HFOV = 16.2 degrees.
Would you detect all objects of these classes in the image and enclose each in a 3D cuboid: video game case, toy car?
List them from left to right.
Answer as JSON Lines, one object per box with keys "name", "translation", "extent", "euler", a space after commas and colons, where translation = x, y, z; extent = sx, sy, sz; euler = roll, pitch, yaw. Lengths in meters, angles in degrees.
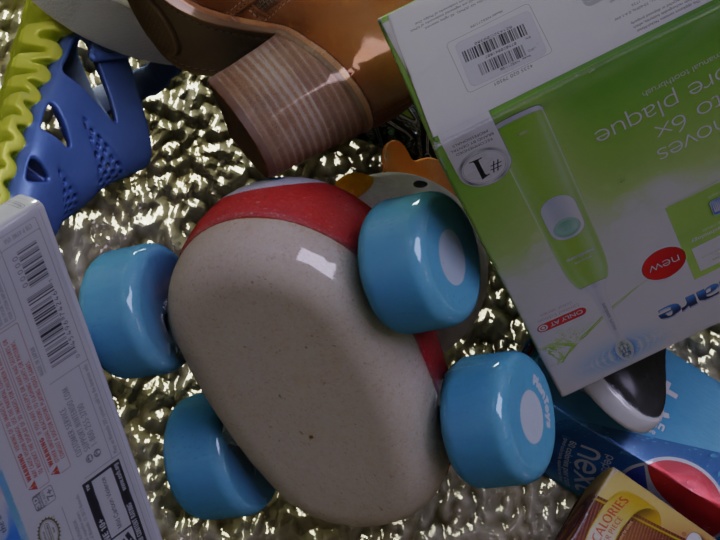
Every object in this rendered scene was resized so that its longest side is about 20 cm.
{"name": "video game case", "translation": [-0.184, 0.096, 1.117], "extent": [0.182, 0.024, 0.201], "euler": [-35, 123, -31]}
{"name": "toy car", "translation": [0.000, 0.000, 1.210], "extent": [0.177, 0.183, 0.200], "euler": [62, 33, -29]}

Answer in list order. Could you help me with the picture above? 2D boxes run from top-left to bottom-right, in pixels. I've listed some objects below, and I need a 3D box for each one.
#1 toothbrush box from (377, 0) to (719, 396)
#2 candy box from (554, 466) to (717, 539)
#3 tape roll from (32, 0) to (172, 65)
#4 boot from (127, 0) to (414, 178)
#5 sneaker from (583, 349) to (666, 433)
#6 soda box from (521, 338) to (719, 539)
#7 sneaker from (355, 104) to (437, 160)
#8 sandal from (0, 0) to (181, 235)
{"name": "toothbrush box", "translation": [0.113, -0.055, 1.121], "extent": [0.145, 0.200, 0.086], "euler": [-25, 51, 4]}
{"name": "candy box", "translation": [0.170, 0.204, 1.250], "extent": [0.199, 0.057, 0.117], "euler": [34, 58, 0]}
{"name": "tape roll", "translation": [-0.097, -0.194, 1.294], "extent": [0.202, 0.037, 0.204], "euler": [11, 55, -15]}
{"name": "boot", "translation": [-0.026, -0.146, 1.184], "extent": [0.154, 0.074, 0.200], "euler": [-32, 64, -11]}
{"name": "sneaker", "translation": [0.138, -0.025, 1.248], "extent": [0.071, 0.099, 0.201], "euler": [19, 51, -42]}
{"name": "soda box", "translation": [0.168, 0.099, 1.297], "extent": [0.199, 0.064, 0.068], "euler": [31, 58, -2]}
{"name": "sneaker", "translation": [0.012, -0.086, 1.336], "extent": [0.085, 0.078, 0.200], "euler": [-31, 69, -23]}
{"name": "sandal", "translation": [-0.142, -0.070, 1.262], "extent": [0.087, 0.080, 0.201], "euler": [21, 60, -13]}
